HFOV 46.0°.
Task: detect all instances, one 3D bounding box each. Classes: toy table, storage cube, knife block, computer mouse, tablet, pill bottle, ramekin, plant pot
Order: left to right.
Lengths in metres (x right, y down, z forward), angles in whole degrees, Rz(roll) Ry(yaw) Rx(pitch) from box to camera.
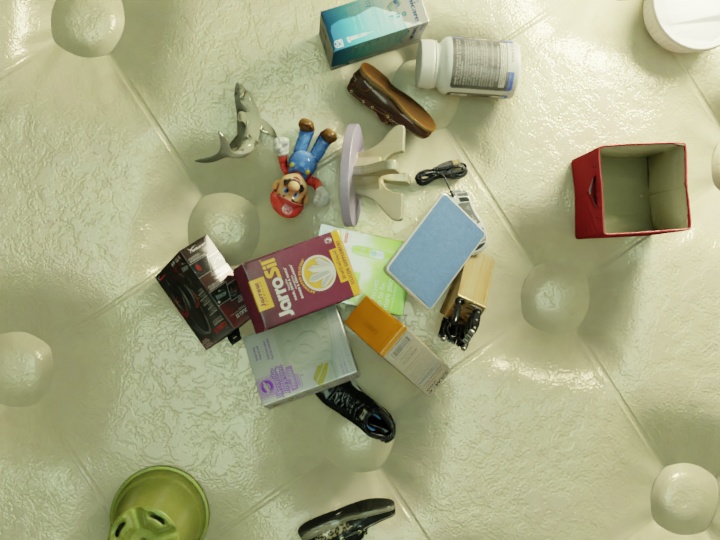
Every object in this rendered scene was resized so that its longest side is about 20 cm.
[{"bbox_3d":[-0.397,0.491,1.612,0.198,0.184,0.203,0,89,-3],"label":"plant pot"},{"bbox_3d":[0.029,-0.188,1.670,0.116,0.184,0.202,1,98,13],"label":"toy table"},{"bbox_3d":[0.149,-0.038,1.673,0.130,0.014,0.201,41,77,-17],"label":"tablet"},{"bbox_3d":[0.195,-0.124,1.735,0.109,0.044,0.202,-20,85,-10],"label":"computer mouse"},{"bbox_3d":[0.213,-0.409,1.705,0.198,0.114,0.115,3,89,-4],"label":"pill bottle"},{"bbox_3d":[0.214,0.055,1.665,0.063,0.176,0.202,25,87,-4],"label":"knife block"},{"bbox_3d":[0.531,-0.155,1.689,0.198,0.180,0.173,-3,89,-3],"label":"storage cube"},{"bbox_3d":[0.679,-0.543,1.749,0.200,0.094,0.205,0,88,-4],"label":"ramekin"}]

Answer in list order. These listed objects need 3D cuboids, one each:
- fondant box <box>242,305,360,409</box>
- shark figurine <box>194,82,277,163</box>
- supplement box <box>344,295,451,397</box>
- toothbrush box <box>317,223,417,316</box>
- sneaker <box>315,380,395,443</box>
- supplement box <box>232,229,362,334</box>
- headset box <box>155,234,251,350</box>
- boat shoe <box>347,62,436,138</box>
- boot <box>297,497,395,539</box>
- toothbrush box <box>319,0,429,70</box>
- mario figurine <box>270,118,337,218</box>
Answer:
[{"bbox_3d":[-0.116,0.171,1.673,0.198,0.058,0.146,-20,73,2],"label":"fondant box"},{"bbox_3d":[-0.245,-0.257,1.679,0.089,0.216,0.128,-22,126,32],"label":"shark figurine"},{"bbox_3d":[0.074,0.147,1.630,0.074,0.126,0.200,-49,135,-3],"label":"supplement box"},{"bbox_3d":[0.000,0.000,1.697,0.198,0.086,0.147,13,87,-2],"label":"toothbrush box"},{"bbox_3d":[-0.009,0.266,1.678,0.199,0.112,0.073,33,86,-3],"label":"sneaker"},{"bbox_3d":[-0.118,0.021,1.574,0.198,0.103,0.132,-21,89,-19],"label":"supplement box"},{"bbox_3d":[-0.291,0.053,1.639,0.075,0.148,0.201,-36,92,-38],"label":"headset box"},{"bbox_3d":[0.062,-0.333,1.722,0.200,0.070,0.070,41,124,1],"label":"boat shoe"},{"bbox_3d":[-0.009,0.552,1.695,0.202,0.073,0.155,-18,93,0],"label":"boot"},{"bbox_3d":[0.024,-0.480,1.677,0.198,0.146,0.086,-18,90,-3],"label":"toothbrush box"},{"bbox_3d":[-0.115,-0.199,1.680,0.122,0.106,0.202,15,79,31],"label":"mario figurine"}]
